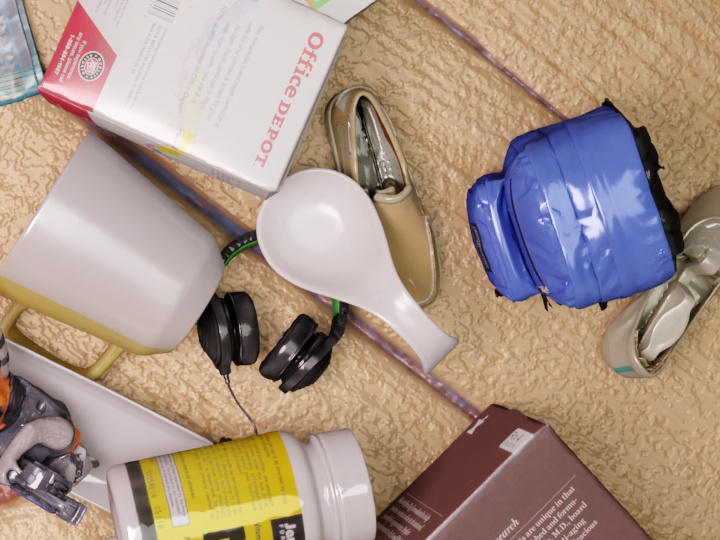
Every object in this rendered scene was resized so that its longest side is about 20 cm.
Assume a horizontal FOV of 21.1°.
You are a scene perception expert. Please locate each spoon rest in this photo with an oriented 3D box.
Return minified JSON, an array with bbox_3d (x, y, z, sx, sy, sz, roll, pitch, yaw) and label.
[{"bbox_3d":[0.000,0.000,1.590,0.200,0.061,0.099,44,88,3],"label":"spoon rest"}]

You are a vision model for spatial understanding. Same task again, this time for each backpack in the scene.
[{"bbox_3d":[0.178,-0.040,1.597,0.168,0.200,0.163,-24,96,-1],"label":"backpack"}]

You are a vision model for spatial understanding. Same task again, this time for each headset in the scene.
[{"bbox_3d":[-0.085,0.065,1.627,0.123,0.094,0.200,19,72,-9],"label":"headset"}]

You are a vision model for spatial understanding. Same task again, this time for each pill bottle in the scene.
[{"bbox_3d":[-0.095,0.191,1.542,0.200,0.114,0.115,-11,94,-11],"label":"pill bottle"}]

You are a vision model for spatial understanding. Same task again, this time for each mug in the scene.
[{"bbox_3d":[-0.201,-0.003,1.564,0.153,0.187,0.150,32,60,-9],"label":"mug"}]

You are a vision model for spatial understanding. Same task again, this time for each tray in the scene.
[{"bbox_3d":[-0.230,0.134,1.598,0.200,0.022,0.107,28,113,-11],"label":"tray"}]

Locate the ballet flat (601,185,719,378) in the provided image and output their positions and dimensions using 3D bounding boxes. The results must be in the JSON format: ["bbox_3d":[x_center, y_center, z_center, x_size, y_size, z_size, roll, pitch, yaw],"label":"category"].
[{"bbox_3d":[0.287,0.011,1.690,0.069,0.069,0.200,35,85,-10],"label":"ballet flat"}]

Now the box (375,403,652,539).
[{"bbox_3d":[0.141,0.244,1.616,0.164,0.166,0.200,-44,99,-6],"label":"box"}]

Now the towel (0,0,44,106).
[{"bbox_3d":[-0.368,-0.190,1.577,0.200,0.022,0.147,-16,94,-10],"label":"towel"}]

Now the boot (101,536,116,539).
[{"bbox_3d":[-0.146,0.258,1.597,0.200,0.090,0.073,-1,92,-11],"label":"boot"}]

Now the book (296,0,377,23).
[{"bbox_3d":[-0.091,-0.232,1.623,0.200,0.048,0.134,-37,95,-6],"label":"book"}]

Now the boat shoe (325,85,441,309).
[{"bbox_3d":[0.021,-0.057,1.629,0.072,0.076,0.200,-24,97,-11],"label":"boat shoe"}]

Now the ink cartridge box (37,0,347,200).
[{"bbox_3d":[-0.129,-0.160,1.524,0.200,0.145,0.146,25,87,-3],"label":"ink cartridge box"}]

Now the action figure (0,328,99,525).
[{"bbox_3d":[-0.263,0.114,1.499,0.105,0.200,0.194,-51,134,-16],"label":"action figure"}]
